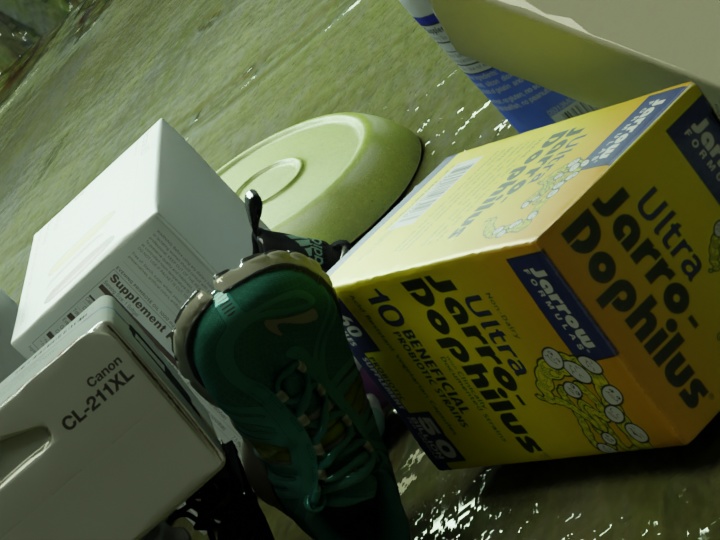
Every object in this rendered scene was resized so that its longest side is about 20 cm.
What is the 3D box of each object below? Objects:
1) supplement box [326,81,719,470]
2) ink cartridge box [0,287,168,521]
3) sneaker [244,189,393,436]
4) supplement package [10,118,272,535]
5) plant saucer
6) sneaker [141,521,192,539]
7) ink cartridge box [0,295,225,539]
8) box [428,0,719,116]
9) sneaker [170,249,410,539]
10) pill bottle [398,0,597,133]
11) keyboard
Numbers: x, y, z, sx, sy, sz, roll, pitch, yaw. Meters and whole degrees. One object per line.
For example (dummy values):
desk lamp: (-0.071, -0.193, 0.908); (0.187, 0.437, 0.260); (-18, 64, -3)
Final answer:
supplement box: (0.085, 0.008, 1.113); (0.110, 0.109, 0.200); (-44, 14, -26)
ink cartridge box: (-0.212, 0.087, 1.502); (0.084, 0.200, 0.146); (-49, 17, -22)
sneaker: (0.000, 0.000, 1.305); (0.200, 0.140, 0.078); (-45, 15, -1)
supplement package: (-0.101, 0.026, 1.463); (0.111, 0.156, 0.200); (-41, 16, 9)
plant saucer: (-0.054, -0.046, 1.679); (0.200, 0.031, 0.200); (-26, 24, 12)
sneaker: (-0.183, 0.192, 1.369); (0.200, 0.091, 0.076); (-49, 18, -13)
ink cartridge box: (-0.143, 0.092, 1.158); (0.146, 0.083, 0.200); (-40, 6, -2)
box: (0.131, -0.110, 1.161); (0.200, 0.082, 0.068); (25, 75, 26)
sneaker: (-0.020, 0.064, 1.128); (0.077, 0.200, 0.080); (-35, 50, -6)
pill bottle: (0.087, -0.151, 1.365); (0.112, 0.200, 0.112); (-40, 16, 14)
keyboard: (-0.059, 0.134, 1.176); (0.040, 0.104, 0.200); (-22, 15, -2)
